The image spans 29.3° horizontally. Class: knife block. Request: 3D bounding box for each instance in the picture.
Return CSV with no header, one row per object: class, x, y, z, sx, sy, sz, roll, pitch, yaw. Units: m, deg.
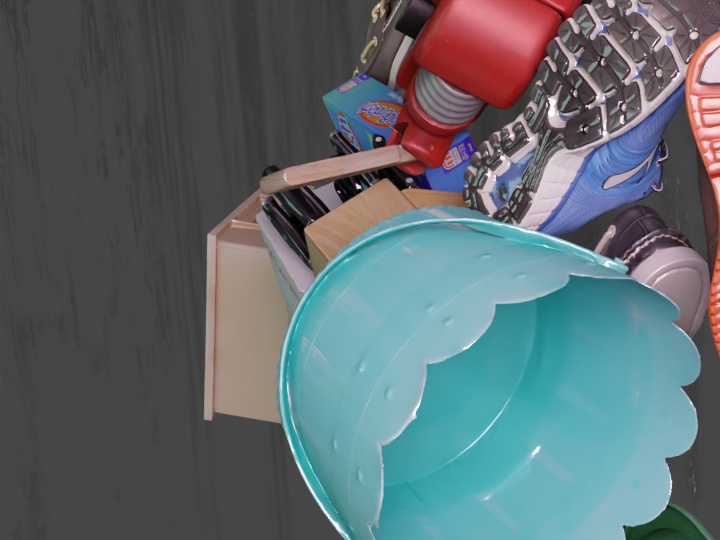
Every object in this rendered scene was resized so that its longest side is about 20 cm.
knife block,0.000,0.000,0.899,0.064,0.174,0.201,77,-158,-51

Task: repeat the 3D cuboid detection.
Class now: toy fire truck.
toy fire truck,0.042,-0.118,0.839,0.201,0.128,0.176,-65,6,-20

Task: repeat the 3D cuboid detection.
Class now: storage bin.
storage bin,-0.085,0.030,1.438,0.199,0.093,0.202,-54,-31,-65

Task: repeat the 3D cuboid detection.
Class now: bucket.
bucket,0.060,0.070,0.725,0.135,0.206,0.209,36,134,52

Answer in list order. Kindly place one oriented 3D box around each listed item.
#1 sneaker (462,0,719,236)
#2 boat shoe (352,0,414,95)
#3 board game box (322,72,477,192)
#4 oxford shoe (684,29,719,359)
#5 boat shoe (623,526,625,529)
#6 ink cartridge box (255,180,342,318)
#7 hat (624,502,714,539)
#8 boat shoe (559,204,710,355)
sneaker,0.140,-0.086,0.777,0.200,0.089,0.079,-48,53,45
boat shoe,0.033,-0.185,1.090,0.060,0.072,0.200,47,160,11
board game box,0.050,-0.057,1.053,0.153,0.045,0.200,64,170,-27
oxford shoe,0.199,-0.019,0.661,0.073,0.070,0.202,-46,-52,-74
boat shoe,0.133,0.113,0.918,0.074,0.075,0.202,-124,29,-67
ink cartridge box,0.002,0.052,1.046,0.145,0.083,0.201,-127,16,-56
hat,0.120,0.229,0.804,0.201,0.174,0.167,101,155,-50
boat shoe,0.150,0.053,0.823,0.061,0.073,0.201,-116,26,-45
